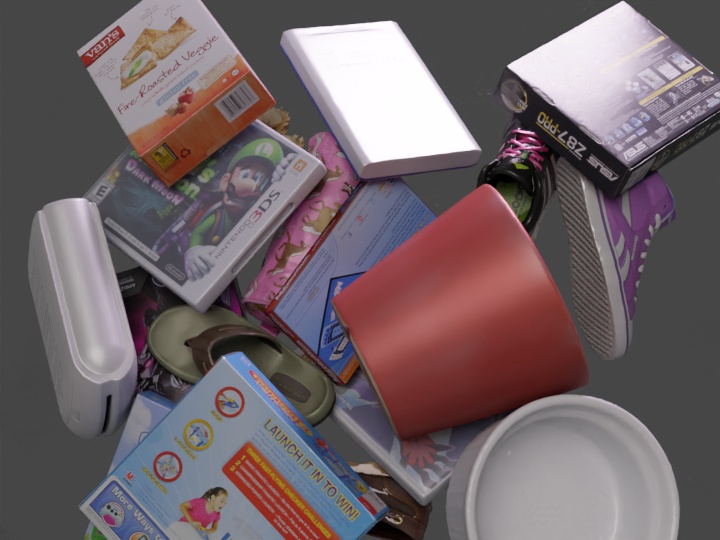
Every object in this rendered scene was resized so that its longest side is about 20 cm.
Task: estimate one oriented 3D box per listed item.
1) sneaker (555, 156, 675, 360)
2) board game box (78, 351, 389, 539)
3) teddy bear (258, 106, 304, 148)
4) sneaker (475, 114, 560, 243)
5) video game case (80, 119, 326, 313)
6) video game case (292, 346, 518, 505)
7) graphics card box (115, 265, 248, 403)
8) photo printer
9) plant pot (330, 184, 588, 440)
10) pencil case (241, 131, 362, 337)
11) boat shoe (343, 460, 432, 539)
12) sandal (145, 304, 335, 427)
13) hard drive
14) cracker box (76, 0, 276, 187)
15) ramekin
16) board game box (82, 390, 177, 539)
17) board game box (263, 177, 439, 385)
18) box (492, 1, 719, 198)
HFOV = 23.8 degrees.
[{"bbox_3d":[0.260,-0.019,1.633,0.114,0.073,0.202,-5,87,-24],"label":"sneaker"},{"bbox_3d":[-0.112,0.211,1.511,0.196,0.056,0.200,-45,82,11],"label":"board game box"},{"bbox_3d":[-0.143,-0.088,1.701,0.200,0.067,0.145,-46,52,-6],"label":"teddy bear"},{"bbox_3d":[0.158,-0.095,1.662,0.073,0.088,0.201,17,73,13],"label":"sneaker"},{"bbox_3d":[-0.158,-0.077,1.644,0.200,0.023,0.182,35,78,35],"label":"video game case"},{"bbox_3d":[0.056,0.097,1.609,0.182,0.023,0.200,-38,63,-21],"label":"video game case"},{"bbox_3d":[-0.164,0.084,1.659,0.125,0.051,0.201,-16,68,1],"label":"graphics card box"},{"bbox_3d":[-0.263,0.055,1.622,0.069,0.167,0.201,-10,67,-18],"label":"photo printer"},{"bbox_3d":[0.081,0.050,1.524,0.177,0.201,0.201,-27,69,-2],"label":"plant pot"},{"bbox_3d":[-0.048,-0.033,1.661,0.082,0.087,0.201,12,69,27],"label":"pencil case"},{"bbox_3d":[-0.033,0.209,1.585,0.199,0.070,0.071,8,66,9],"label":"boat shoe"},{"bbox_3d":[-0.112,0.080,1.591,0.200,0.057,0.080,22,74,24],"label":"sandal"},{"bbox_3d":[0.018,-0.170,1.684,0.131,0.025,0.200,-9,49,-27],"label":"hard drive"},{"bbox_3d":[-0.184,-0.190,1.672,0.134,0.058,0.200,-38,45,2],"label":"cracker box"},{"bbox_3d":[0.172,0.212,1.512,0.199,0.098,0.202,2,83,-15],"label":"ramekin"},{"bbox_3d":[-0.171,0.233,1.576,0.151,0.037,0.201,23,96,15],"label":"board game box"},{"bbox_3d":[0.000,0.000,1.616,0.103,0.019,0.200,45,61,-17],"label":"board game box"},{"bbox_3d":[0.249,-0.169,1.649,0.161,0.049,0.200,43,49,17],"label":"box"}]
